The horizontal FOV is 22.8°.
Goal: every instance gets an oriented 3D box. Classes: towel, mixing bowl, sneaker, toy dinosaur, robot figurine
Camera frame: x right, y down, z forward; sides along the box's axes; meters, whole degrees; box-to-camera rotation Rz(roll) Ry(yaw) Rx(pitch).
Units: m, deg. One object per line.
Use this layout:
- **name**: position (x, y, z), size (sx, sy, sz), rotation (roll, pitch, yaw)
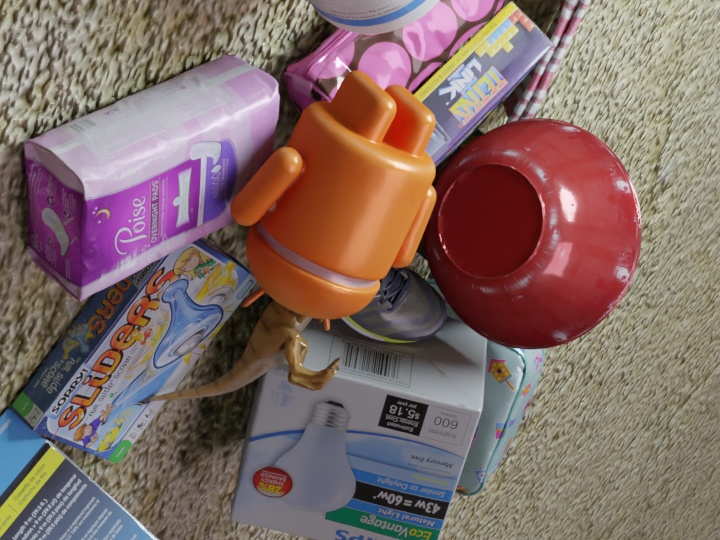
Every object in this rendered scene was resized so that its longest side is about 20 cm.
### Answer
- **towel**: position (0.177, -0.216, 1.620), size (0.146, 0.030, 0.202), rotation (-64, 179, -72)
- **mixing bowl**: position (0.129, -0.037, 1.510), size (0.201, 0.200, 0.108), rotation (-57, 157, 10)
- **sneaker**: position (0.000, 0.000, 1.518), size (0.199, 0.081, 0.074), rotation (32, 71, -26)
- **toy dinosaur**: position (-0.072, 0.063, 1.494), size (0.201, 0.106, 0.060), rotation (-52, 174, 15)
- **robot figurine**: position (-0.018, -0.049, 1.370), size (0.201, 0.116, 0.144), rotation (-64, 164, 17)

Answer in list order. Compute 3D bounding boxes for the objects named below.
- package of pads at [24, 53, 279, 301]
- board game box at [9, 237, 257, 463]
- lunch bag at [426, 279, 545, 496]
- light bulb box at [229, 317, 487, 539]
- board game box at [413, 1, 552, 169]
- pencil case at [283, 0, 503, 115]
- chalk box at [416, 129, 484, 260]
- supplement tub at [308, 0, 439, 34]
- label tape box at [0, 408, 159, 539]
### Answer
- **package of pads**: position (-0.152, -0.074, 1.333), size (0.199, 0.075, 0.121), rotation (-28, 141, -35)
- **board game box**: position (-0.184, 0.058, 1.471), size (0.201, 0.034, 0.135), rotation (-53, 151, 2)
- **lunch bag**: position (0.089, 0.112, 1.791), size (0.077, 0.159, 0.202), rotation (-41, 154, -55)
- **light bulb box**: position (-0.002, 0.140, 1.624), size (0.125, 0.196, 0.202), rotation (-79, -177, -55)
- **board game box**: position (0.062, -0.123, 1.525), size (0.200, 0.057, 0.165), rotation (-45, 180, -12)
- **pencil case**: position (0.026, -0.194, 1.439), size (0.200, 0.091, 0.094), rotation (-46, 158, -6)
- **chalk box**: position (0.135, -0.034, 1.647), size (0.125, 0.200, 0.124), rotation (-55, 150, 6)
- **supplement tub**: position (-0.015, -0.267, 1.258), size (0.132, 0.132, 0.200), rotation (-50, 151, -3)
- **label tape box**: position (-0.259, 0.233, 1.435), size (0.144, 0.200, 0.066), rotation (-52, -171, -26)
